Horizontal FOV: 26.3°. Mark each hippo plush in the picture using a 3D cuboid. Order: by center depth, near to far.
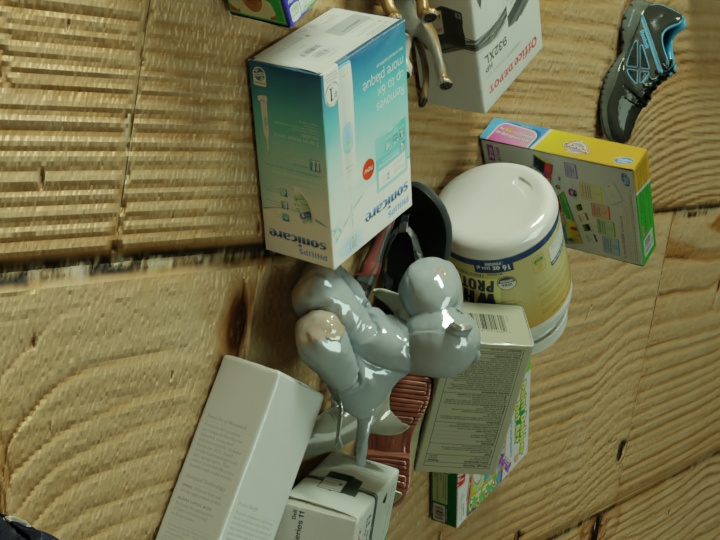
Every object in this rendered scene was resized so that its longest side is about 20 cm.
[{"bbox_3d":[0.032,0.062,1.502,0.159,0.159,0.202,46,31,-65],"label":"hippo plush"}]

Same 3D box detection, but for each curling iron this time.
[{"bbox_3d":[0.000,0.000,1.625,0.049,0.025,0.202,14,96,-40],"label":"curling iron"}]

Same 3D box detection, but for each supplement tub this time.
[{"bbox_3d":[0.169,-0.009,1.787,0.145,0.143,0.201,-54,144,-32],"label":"supplement tub"}]

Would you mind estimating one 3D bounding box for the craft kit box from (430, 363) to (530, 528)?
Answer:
[{"bbox_3d":[0.154,0.192,1.962,0.197,0.048,0.202,-40,136,-49],"label":"craft kit box"}]

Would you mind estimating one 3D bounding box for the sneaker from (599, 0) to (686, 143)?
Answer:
[{"bbox_3d":[0.383,-0.266,2.099,0.073,0.081,0.202,2,103,-62],"label":"sneaker"}]

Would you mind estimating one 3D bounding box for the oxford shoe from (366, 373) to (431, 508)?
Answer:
[{"bbox_3d":[0.039,0.164,1.744,0.074,0.070,0.202,-28,130,-84],"label":"oxford shoe"}]

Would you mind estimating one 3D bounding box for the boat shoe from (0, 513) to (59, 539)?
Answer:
[{"bbox_3d":[-0.257,0.257,1.229,0.075,0.092,0.200,-60,147,-24],"label":"boat shoe"}]

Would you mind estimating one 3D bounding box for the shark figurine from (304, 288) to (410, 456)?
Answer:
[{"bbox_3d":[0.024,0.127,1.637,0.215,0.089,0.128,-56,151,-9],"label":"shark figurine"}]

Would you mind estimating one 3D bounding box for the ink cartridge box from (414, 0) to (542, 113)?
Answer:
[{"bbox_3d":[0.121,-0.291,1.633,0.145,0.083,0.201,-49,142,-38],"label":"ink cartridge box"}]

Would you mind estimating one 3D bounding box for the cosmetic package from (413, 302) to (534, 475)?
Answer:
[{"bbox_3d":[0.123,0.136,1.757,0.073,0.102,0.201,-100,-162,-51],"label":"cosmetic package"}]

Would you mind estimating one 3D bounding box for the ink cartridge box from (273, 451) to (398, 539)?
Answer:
[{"bbox_3d":[-0.030,0.286,1.590,0.200,0.082,0.148,-27,129,-75],"label":"ink cartridge box"}]

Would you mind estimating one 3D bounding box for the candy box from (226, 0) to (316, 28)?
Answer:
[{"bbox_3d":[-0.063,-0.339,1.300,0.169,0.077,0.201,-53,143,-33],"label":"candy box"}]

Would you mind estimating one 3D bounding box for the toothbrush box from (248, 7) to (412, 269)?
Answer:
[{"bbox_3d":[-0.025,-0.126,1.459,0.146,0.085,0.202,-39,136,-46],"label":"toothbrush box"}]

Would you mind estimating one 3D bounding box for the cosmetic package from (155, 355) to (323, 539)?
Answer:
[{"bbox_3d":[-0.115,0.193,1.467,0.102,0.074,0.202,38,69,-59],"label":"cosmetic package"}]

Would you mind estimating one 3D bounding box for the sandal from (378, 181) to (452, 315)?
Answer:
[{"bbox_3d":[0.051,0.006,1.660,0.043,0.076,0.202,-14,115,-57],"label":"sandal"}]

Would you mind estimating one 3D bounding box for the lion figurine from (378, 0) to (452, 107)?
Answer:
[{"bbox_3d":[0.044,-0.266,1.531,0.201,0.072,0.123,85,-9,-57],"label":"lion figurine"}]

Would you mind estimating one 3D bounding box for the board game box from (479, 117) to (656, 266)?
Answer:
[{"bbox_3d":[0.246,-0.093,1.825,0.040,0.199,0.154,-52,144,-34],"label":"board game box"}]
